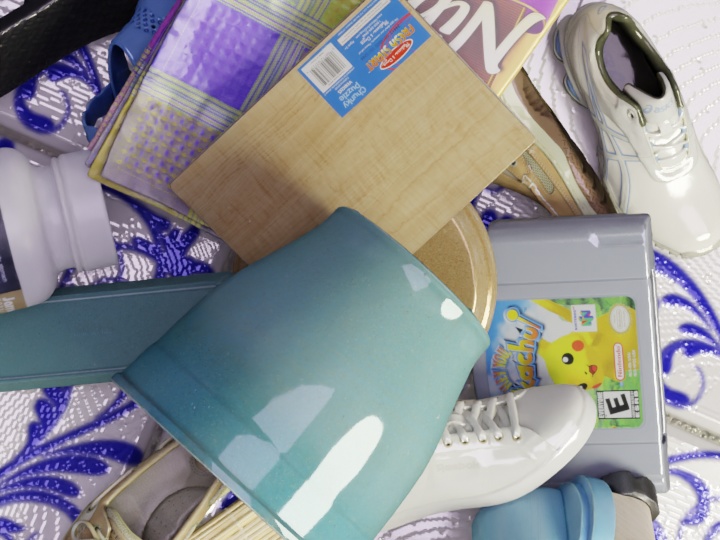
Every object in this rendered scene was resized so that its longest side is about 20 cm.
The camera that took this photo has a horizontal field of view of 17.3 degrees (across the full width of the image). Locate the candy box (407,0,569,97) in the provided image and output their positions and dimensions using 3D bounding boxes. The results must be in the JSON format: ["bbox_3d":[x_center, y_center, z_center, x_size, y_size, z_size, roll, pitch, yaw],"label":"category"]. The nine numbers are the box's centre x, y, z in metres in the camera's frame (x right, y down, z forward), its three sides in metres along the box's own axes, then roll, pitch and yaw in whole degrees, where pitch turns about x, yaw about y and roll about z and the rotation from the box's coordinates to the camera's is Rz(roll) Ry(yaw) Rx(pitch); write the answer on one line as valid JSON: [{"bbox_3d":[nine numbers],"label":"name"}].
[{"bbox_3d":[0.077,-0.191,1.618,0.117,0.056,0.200,35,97,0],"label":"candy box"}]

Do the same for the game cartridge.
[{"bbox_3d":[0.144,0.061,1.657,0.133,0.040,0.200,-2,102,18],"label":"game cartridge"}]

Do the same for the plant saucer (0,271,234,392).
[{"bbox_3d":[-0.183,0.044,1.646,0.200,0.019,0.070,-5,89,7],"label":"plant saucer"}]

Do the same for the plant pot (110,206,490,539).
[{"bbox_3d":[-0.026,0.068,1.527,0.200,0.200,0.188,42,85,-3],"label":"plant pot"}]

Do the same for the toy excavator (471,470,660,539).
[{"bbox_3d":[0.089,0.210,1.637,0.200,0.100,0.195,17,129,-14],"label":"toy excavator"}]

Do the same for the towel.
[{"bbox_3d":[-0.078,-0.118,1.584,0.143,0.023,0.200,29,101,-14],"label":"towel"}]

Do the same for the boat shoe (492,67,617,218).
[{"bbox_3d":[0.109,-0.086,1.684,0.076,0.072,0.200,-34,86,9],"label":"boat shoe"}]

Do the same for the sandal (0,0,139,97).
[{"bbox_3d":[-0.205,-0.188,1.650,0.200,0.075,0.045,-32,52,-13],"label":"sandal"}]

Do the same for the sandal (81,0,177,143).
[{"bbox_3d":[-0.135,-0.150,1.623,0.087,0.079,0.200,7,98,-48],"label":"sandal"}]

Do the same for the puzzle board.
[{"bbox_3d":[-0.005,-0.074,1.584,0.200,0.017,0.151,-43,106,8],"label":"puzzle board"}]

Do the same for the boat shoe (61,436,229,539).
[{"bbox_3d":[-0.144,0.166,1.640,0.201,0.063,0.073,-41,80,-6],"label":"boat shoe"}]

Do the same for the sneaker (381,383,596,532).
[{"bbox_3d":[0.061,0.118,1.616,0.200,0.073,0.085,-23,132,13],"label":"sneaker"}]

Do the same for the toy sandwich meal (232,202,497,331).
[{"bbox_3d":[0.000,0.000,1.656,0.205,0.070,0.206,1,97,7],"label":"toy sandwich meal"}]

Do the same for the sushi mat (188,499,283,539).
[{"bbox_3d":[-0.104,0.232,1.673,0.200,0.012,0.096,-35,93,-6],"label":"sushi mat"}]

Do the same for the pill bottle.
[{"bbox_3d":[-0.271,-0.021,1.615,0.200,0.111,0.111,-14,90,-5],"label":"pill bottle"}]

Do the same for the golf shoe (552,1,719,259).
[{"bbox_3d":[0.202,-0.098,1.673,0.078,0.097,0.200,-31,93,-8],"label":"golf shoe"}]
